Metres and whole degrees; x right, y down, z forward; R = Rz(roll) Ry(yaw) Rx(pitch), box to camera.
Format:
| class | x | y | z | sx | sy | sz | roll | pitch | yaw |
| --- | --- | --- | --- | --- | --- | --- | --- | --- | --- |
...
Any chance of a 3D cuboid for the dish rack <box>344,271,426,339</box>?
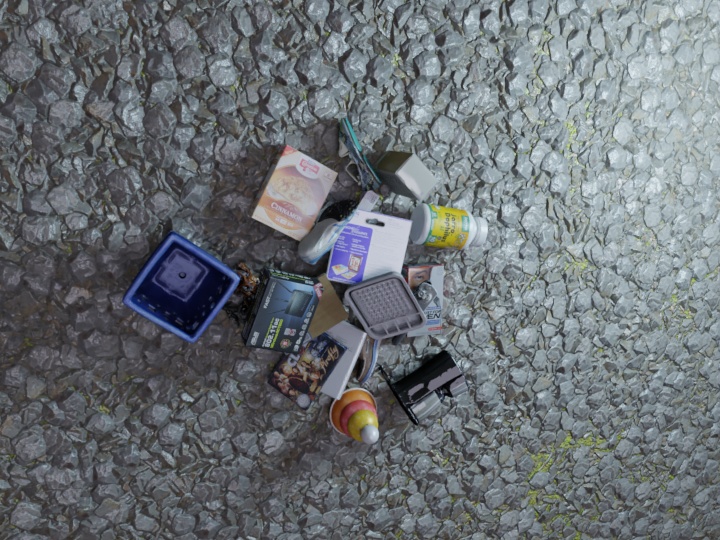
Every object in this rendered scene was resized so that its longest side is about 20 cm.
| class | x | y | z | sx | sy | sz | roll | pitch | yaw |
| --- | --- | --- | --- | --- | --- | --- | --- | --- | --- |
| dish rack | 0.068 | 0.087 | 1.645 | 0.170 | 0.044 | 0.201 | -18 | 127 | 20 |

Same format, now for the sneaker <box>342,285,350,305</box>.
| class | x | y | z | sx | sy | sz | roll | pitch | yaw |
| --- | --- | --- | --- | --- | --- | --- | --- | --- | --- |
| sneaker | 0.000 | 0.000 | 1.716 | 0.088 | 0.075 | 0.201 | 38 | 87 | -6 |

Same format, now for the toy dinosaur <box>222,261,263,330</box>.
| class | x | y | z | sx | sy | sz | roll | pitch | yaw |
| --- | --- | --- | --- | --- | --- | --- | --- | --- | --- |
| toy dinosaur | -0.279 | 0.081 | 1.627 | 0.135 | 0.102 | 0.201 | -38 | 90 | -24 |

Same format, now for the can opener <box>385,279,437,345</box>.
| class | x | y | z | sx | sy | sz | roll | pitch | yaw |
| --- | --- | --- | --- | --- | --- | --- | --- | --- | --- |
| can opener | 0.139 | 0.113 | 1.727 | 0.053 | 0.067 | 0.201 | 34 | 107 | -7 |

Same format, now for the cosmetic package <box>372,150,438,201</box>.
| class | x | y | z | sx | sy | sz | roll | pitch | yaw |
| --- | --- | --- | --- | --- | --- | --- | --- | --- | --- |
| cosmetic package | 0.111 | -0.247 | 1.614 | 0.071 | 0.200 | 0.105 | -47 | 112 | -3 |

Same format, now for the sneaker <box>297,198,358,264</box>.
| class | x | y | z | sx | sy | sz | roll | pitch | yaw |
| --- | --- | --- | --- | --- | --- | --- | --- | --- | --- |
| sneaker | -0.079 | -0.101 | 1.598 | 0.200 | 0.072 | 0.073 | -47 | 148 | -3 |

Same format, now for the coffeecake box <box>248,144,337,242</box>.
| class | x | y | z | sx | sy | sz | roll | pitch | yaw |
| --- | --- | --- | --- | --- | --- | --- | --- | --- | --- |
| coffeecake box | -0.173 | -0.197 | 1.602 | 0.152 | 0.073 | 0.202 | 25 | 93 | -21 |

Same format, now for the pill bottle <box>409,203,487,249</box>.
| class | x | y | z | sx | sy | sz | roll | pitch | yaw |
| --- | --- | --- | --- | --- | --- | --- | --- | --- | --- |
| pill bottle | 0.245 | -0.117 | 1.736 | 0.198 | 0.113 | 0.114 | 7 | 101 | -19 |

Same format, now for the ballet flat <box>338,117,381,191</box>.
| class | x | y | z | sx | sy | sz | roll | pitch | yaw |
| --- | --- | --- | --- | --- | --- | --- | --- | --- | --- |
| ballet flat | -0.019 | -0.295 | 1.628 | 0.074 | 0.074 | 0.201 | -30 | 96 | -9 |

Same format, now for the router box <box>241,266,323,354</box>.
| class | x | y | z | sx | sy | sz | roll | pitch | yaw |
| --- | --- | --- | --- | --- | --- | --- | --- | --- | --- |
| router box | -0.197 | 0.104 | 1.573 | 0.149 | 0.062 | 0.202 | 13 | 109 | -28 |

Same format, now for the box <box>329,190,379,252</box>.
| class | x | y | z | sx | sy | sz | roll | pitch | yaw |
| --- | --- | --- | --- | --- | --- | --- | --- | --- | --- |
| box | -0.021 | -0.129 | 1.685 | 0.041 | 0.039 | 0.201 | 32 | 91 | -19 |

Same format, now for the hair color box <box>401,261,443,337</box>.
| class | x | y | z | sx | sy | sz | roll | pitch | yaw |
| --- | --- | --- | --- | --- | --- | --- | --- | --- | --- |
| hair color box | 0.175 | 0.082 | 1.787 | 0.110 | 0.064 | 0.202 | -5 | 103 | -16 |

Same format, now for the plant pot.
| class | x | y | z | sx | sy | sz | roll | pitch | yaw |
| --- | --- | --- | --- | --- | --- | --- | --- | --- | --- |
| plant pot | -0.432 | 0.027 | 1.512 | 0.199 | 0.180 | 0.201 | 36 | 89 | -22 |

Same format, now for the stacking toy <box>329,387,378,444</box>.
| class | x | y | z | sx | sy | sz | roll | pitch | yaw |
| --- | --- | --- | --- | --- | --- | --- | --- | --- | --- |
| stacking toy | 0.003 | 0.427 | 1.737 | 0.144 | 0.200 | 0.148 | -4 | 105 | -17 |

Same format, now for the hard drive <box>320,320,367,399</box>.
| class | x | y | z | sx | sy | sz | roll | pitch | yaw |
| --- | --- | --- | --- | --- | --- | --- | --- | --- | --- |
| hard drive | -0.077 | 0.237 | 1.730 | 0.131 | 0.026 | 0.202 | 24 | 96 | 9 |

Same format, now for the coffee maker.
| class | x | y | z | sx | sy | sz | roll | pitch | yaw |
| --- | --- | --- | --- | --- | --- | --- | --- | --- | --- |
| coffee maker | 0.190 | 0.316 | 1.809 | 0.199 | 0.135 | 0.193 | -33 | 110 | -9 |

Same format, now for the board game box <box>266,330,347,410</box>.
| class | x | y | z | sx | sy | sz | roll | pitch | yaw |
| --- | --- | --- | --- | --- | --- | --- | --- | --- | --- |
| board game box | -0.145 | 0.258 | 1.705 | 0.135 | 0.035 | 0.201 | 33 | 92 | 8 |

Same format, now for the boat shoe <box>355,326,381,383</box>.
| class | x | y | z | sx | sy | sz | roll | pitch | yaw |
| --- | --- | --- | --- | --- | --- | --- | --- | --- | --- |
| boat shoe | 0.012 | 0.216 | 1.767 | 0.072 | 0.072 | 0.202 | 17 | 87 | -16 |

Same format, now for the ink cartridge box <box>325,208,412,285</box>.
| class | x | y | z | sx | sy | sz | roll | pitch | yaw |
| --- | --- | --- | --- | --- | --- | --- | --- | --- | --- |
| ink cartridge box | 0.022 | -0.054 | 1.651 | 0.196 | 0.043 | 0.202 | 13 | 96 | -5 |

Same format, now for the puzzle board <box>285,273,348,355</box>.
| class | x | y | z | sx | sy | sz | roll | pitch | yaw |
| --- | --- | --- | --- | --- | --- | --- | --- | --- | --- |
| puzzle board | -0.147 | 0.115 | 1.648 | 0.199 | 0.017 | 0.152 | -31 | 120 | -5 |
